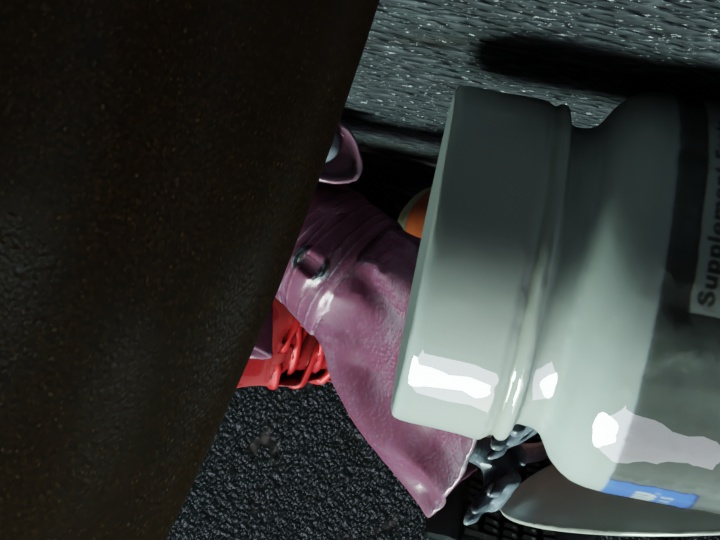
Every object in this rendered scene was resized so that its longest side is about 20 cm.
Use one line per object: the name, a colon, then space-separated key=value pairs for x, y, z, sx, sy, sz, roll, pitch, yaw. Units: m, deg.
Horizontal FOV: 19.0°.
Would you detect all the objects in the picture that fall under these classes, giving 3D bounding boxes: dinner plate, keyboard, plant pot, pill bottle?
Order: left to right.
plant pot: x=-0.102 y=0.011 z=0.487 sx=0.185 sy=0.202 sz=0.187 roll=10 pitch=178 yaw=0
keyboard: x=0.094 y=0.095 z=0.948 sx=0.126 sy=0.021 sz=0.200 roll=18 pitch=-161 yaw=0
dinner plate: x=0.153 y=0.077 z=0.855 sx=0.198 sy=0.024 sz=0.200 roll=-6 pitch=-176 yaw=0
pill bottle: x=0.114 y=0.013 z=0.600 sx=0.198 sy=0.115 sz=0.114 roll=11 pitch=178 yaw=0

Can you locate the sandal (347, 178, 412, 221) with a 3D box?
sandal: x=0.001 y=0.000 z=0.979 sx=0.079 sy=0.058 sz=0.201 roll=25 pitch=-168 yaw=4

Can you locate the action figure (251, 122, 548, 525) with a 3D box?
action figure: x=0.000 y=-0.005 z=0.827 sx=0.200 sy=0.134 sz=0.149 roll=44 pitch=-146 yaw=16

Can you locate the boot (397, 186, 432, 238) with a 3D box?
boot: x=0.105 y=-0.008 z=0.856 sx=0.199 sy=0.076 sz=0.107 roll=15 pitch=161 yaw=15

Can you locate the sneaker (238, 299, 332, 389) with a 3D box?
sneaker: x=-0.006 y=0.031 z=1.043 sx=0.115 sy=0.079 sz=0.200 roll=38 pitch=-142 yaw=14
